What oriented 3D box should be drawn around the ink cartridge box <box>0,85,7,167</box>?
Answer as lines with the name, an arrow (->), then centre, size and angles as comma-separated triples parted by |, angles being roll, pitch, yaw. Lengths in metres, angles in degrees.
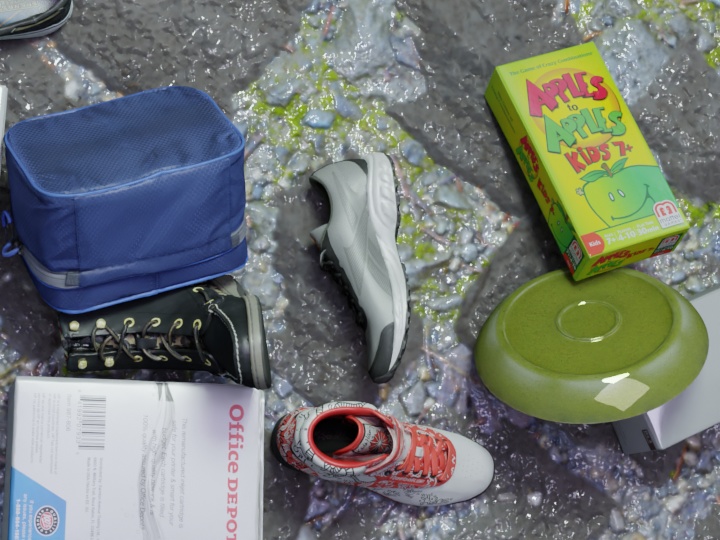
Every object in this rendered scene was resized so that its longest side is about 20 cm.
ink cartridge box -> -0.364, -0.052, 1.372 | 0.145, 0.084, 0.201 | 6, 80, -15

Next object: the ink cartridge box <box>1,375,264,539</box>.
ink cartridge box -> -0.183, 0.163, 1.389 | 0.199, 0.084, 0.145 | 4, 81, -15

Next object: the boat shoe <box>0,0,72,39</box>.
boat shoe -> -0.333, -0.213, 1.420 | 0.199, 0.057, 0.069 | -16, 86, -18

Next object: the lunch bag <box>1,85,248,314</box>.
lunch bag -> -0.191, -0.048, 1.381 | 0.199, 0.136, 0.133 | -15, 127, -18

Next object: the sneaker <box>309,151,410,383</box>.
sneaker -> 0.000, 0.000, 1.482 | 0.079, 0.074, 0.201 | -6, 77, -8

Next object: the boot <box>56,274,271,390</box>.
boot -> -0.156, 0.057, 1.362 | 0.153, 0.204, 0.074 | -8, 104, -13

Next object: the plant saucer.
plant saucer -> 0.194, 0.053, 1.470 | 0.200, 0.200, 0.031 | -25, 128, -18

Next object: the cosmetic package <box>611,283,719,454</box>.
cosmetic package -> 0.312, 0.077, 1.550 | 0.199, 0.081, 0.113 | -20, 87, -17

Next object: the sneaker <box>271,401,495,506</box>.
sneaker -> 0.032, 0.155, 1.440 | 0.201, 0.108, 0.067 | 13, 78, -14

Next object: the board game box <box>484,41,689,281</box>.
board game box -> 0.198, -0.099, 1.529 | 0.101, 0.048, 0.200 | -16, 67, -17
